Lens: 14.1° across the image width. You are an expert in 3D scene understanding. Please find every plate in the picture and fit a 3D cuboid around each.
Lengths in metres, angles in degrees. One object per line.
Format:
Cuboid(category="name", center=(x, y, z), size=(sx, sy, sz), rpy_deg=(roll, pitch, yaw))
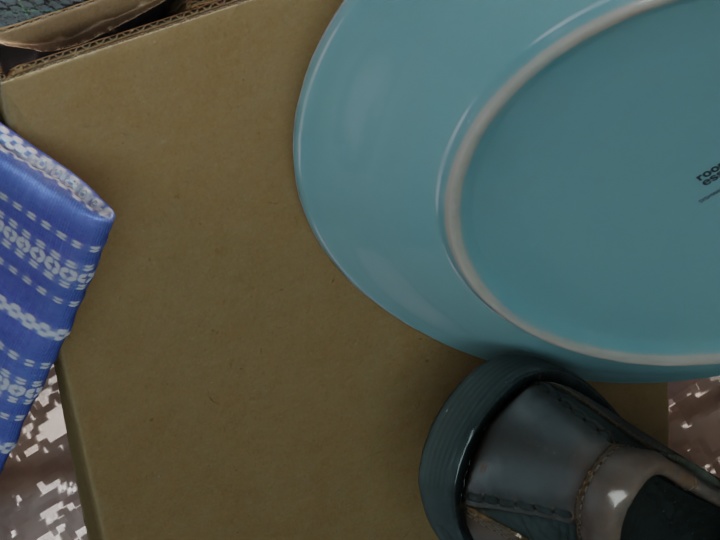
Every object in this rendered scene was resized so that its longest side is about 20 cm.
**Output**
Cuboid(category="plate", center=(0.084, -0.028, 0.665), size=(0.199, 0.026, 0.201), rpy_deg=(-5, 140, -4))

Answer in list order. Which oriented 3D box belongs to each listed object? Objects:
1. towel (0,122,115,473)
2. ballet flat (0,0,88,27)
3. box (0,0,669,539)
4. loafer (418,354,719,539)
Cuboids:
Cuboid(category="towel", center=(-0.149, 0.015, 0.699), size=(0.144, 0.024, 0.200), rpy_deg=(32, 133, 3))
Cuboid(category="ballet flat", center=(-0.055, -0.034, 0.725), size=(0.199, 0.074, 0.075), rpy_deg=(-10, 102, -25))
Cuboid(category="box", center=(0.000, 0.000, 0.721), size=(0.163, 0.021, 0.201), rpy_deg=(-20, 134, -13))
Cuboid(category="loafer", center=(0.092, 0.089, 0.741), size=(0.200, 0.063, 0.072), rpy_deg=(36, 79, -41))
